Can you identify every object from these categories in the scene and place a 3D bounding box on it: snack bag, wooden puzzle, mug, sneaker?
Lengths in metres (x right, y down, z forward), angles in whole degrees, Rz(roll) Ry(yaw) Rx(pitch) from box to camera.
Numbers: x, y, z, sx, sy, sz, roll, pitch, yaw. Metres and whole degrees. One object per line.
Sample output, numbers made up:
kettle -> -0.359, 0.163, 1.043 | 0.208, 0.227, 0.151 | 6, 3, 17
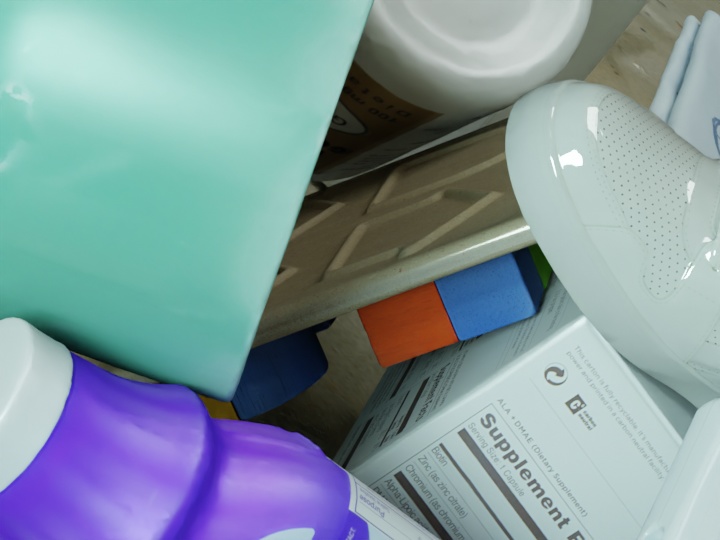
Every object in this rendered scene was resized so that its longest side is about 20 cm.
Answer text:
snack bag -> 0.166, 0.008, 0.896 | 0.200, 0.021, 0.189 | 57, 20, -11
wooden puzzle -> 0.000, 0.000, 0.817 | 0.185, 0.200, 0.046 | -59, 132, -71
mug -> -0.067, -0.042, 0.646 | 0.114, 0.185, 0.152 | 20, 35, -2
sneaker -> 0.140, 0.002, 0.693 | 0.200, 0.116, 0.074 | 43, 46, -28

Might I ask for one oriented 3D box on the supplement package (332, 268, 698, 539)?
supplement package -> 0.089, 0.076, 0.811 | 0.156, 0.111, 0.200 | 52, 19, -6

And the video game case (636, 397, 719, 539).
video game case -> 0.136, 0.165, 0.674 | 0.200, 0.023, 0.182 | 40, 60, -18

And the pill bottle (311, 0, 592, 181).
pill bottle -> -0.007, -0.097, 0.945 | 0.114, 0.114, 0.200 | 32, -24, -20

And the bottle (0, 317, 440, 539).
bottle -> -0.028, 0.085, 0.632 | 0.200, 0.084, 0.065 | 40, -5, -29

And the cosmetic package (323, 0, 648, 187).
cosmetic package -> 0.064, -0.113, 1.116 | 0.081, 0.200, 0.113 | 44, 17, 13
